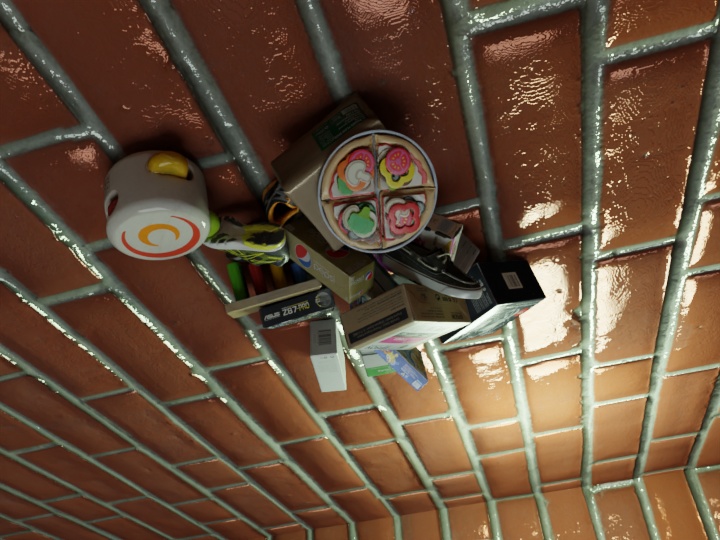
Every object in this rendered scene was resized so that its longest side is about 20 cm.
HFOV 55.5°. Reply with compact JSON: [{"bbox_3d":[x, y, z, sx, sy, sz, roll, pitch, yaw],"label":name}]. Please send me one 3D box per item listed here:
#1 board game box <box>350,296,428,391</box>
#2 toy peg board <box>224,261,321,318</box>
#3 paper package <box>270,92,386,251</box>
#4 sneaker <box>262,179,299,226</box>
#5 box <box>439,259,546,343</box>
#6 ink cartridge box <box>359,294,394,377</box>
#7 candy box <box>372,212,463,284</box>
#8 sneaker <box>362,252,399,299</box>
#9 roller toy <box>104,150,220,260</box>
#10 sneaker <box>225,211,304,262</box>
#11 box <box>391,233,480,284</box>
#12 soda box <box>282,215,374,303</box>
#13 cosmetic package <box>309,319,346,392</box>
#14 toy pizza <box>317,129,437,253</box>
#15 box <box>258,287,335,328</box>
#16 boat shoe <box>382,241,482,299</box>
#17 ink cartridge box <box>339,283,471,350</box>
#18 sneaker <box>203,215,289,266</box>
[{"bbox_3d":[0.058,0.148,1.438,0.034,0.136,0.200,-42,107,12],"label":"board game box"},{"bbox_3d":[-0.193,0.023,1.453,0.196,0.099,0.200,-16,176,-8],"label":"toy peg board"},{"bbox_3d":[-0.027,-0.166,1.188,0.199,0.104,0.191,-36,139,4],"label":"paper package"},{"bbox_3d":[-0.116,-0.155,1.269,0.077,0.078,0.200,19,136,-27],"label":"sneaker"},{"bbox_3d":[0.281,0.069,1.543,0.198,0.105,0.182,-4,153,-43],"label":"box"},{"bbox_3d":[0.033,0.137,1.622,0.083,0.148,0.201,-9,144,4],"label":"ink cartridge box"},{"bbox_3d":[0.088,-0.058,1.334,0.198,0.061,0.138,23,131,17],"label":"candy box"},{"bbox_3d":[0.000,0.000,1.329,0.071,0.073,0.200,-39,100,11],"label":"sneaker"},{"bbox_3d":[-0.366,-0.121,1.230,0.180,0.141,0.200,-16,153,6],"label":"roller toy"},{"bbox_3d":[-0.176,-0.052,1.403,0.198,0.076,0.106,-25,140,23],"label":"sneaker"},{"bbox_3d":[0.143,0.005,1.460,0.101,0.113,0.200,42,132,-2],"label":"box"},{"bbox_3d":[-0.062,-0.024,1.282,0.064,0.199,0.068,-29,138,-31],"label":"soda box"},{"bbox_3d":[-0.083,0.222,1.764,0.070,0.103,0.201,-6,143,3],"label":"cosmetic package"},{"bbox_3d":[0.030,-0.123,1.104,0.197,0.032,0.203,-2,108,-7],"label":"toy pizza"},{"bbox_3d":[-0.137,0.087,1.512,0.159,0.050,0.200,-15,175,-4],"label":"box"},{"bbox_3d":[0.133,-0.009,1.248,0.198,0.071,0.064,23,111,17],"label":"boat shoe"},{"bbox_3d":[0.088,0.092,1.297,0.164,0.076,0.199,-29,158,36],"label":"ink cartridge box"},{"bbox_3d":[-0.223,-0.045,1.313,0.197,0.075,0.085,10,142,28],"label":"sneaker"}]
